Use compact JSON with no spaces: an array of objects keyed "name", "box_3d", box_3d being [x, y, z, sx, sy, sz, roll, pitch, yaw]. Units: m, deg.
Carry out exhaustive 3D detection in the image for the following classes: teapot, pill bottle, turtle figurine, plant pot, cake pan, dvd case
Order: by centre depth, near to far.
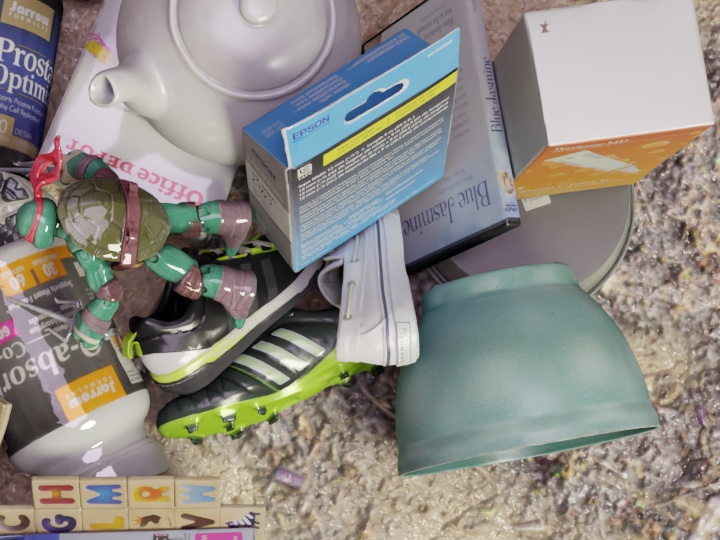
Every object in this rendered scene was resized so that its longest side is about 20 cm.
[{"name":"turtle figurine","box_3d":[-0.175,-0.020,1.046,0.198,0.101,0.151,9,72,-22]},{"name":"teapot","box_3d":[-0.079,-0.176,1.066,0.196,0.146,0.202,17,80,-11]},{"name":"plant pot","box_3d":[0.115,0.072,1.111,0.198,0.200,0.135,-9,79,-7]},{"name":"pill bottle","box_3d":[-0.229,0.081,1.111,0.116,0.116,0.201,-27,85,-9]},{"name":"pill bottle","box_3d":[-0.292,-0.173,1.144,0.111,0.112,0.202,8,81,-5]},{"name":"dvd case","box_3d":[0.059,-0.110,1.156,0.017,0.142,0.202,0,75,-36]},{"name":"cake pan","box_3d":[0.134,-0.062,1.212,0.198,0.037,0.202,1,81,-6]}]

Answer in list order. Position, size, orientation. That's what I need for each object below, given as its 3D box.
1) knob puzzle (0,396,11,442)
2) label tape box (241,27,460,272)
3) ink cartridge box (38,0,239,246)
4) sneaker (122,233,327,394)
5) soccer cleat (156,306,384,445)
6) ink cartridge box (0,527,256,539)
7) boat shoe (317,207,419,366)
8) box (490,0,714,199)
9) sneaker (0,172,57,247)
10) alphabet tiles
[{"name":"knob puzzle","box_3d":[-0.354,0.153,1.104,0.218,0.030,0.222,-1,89,23]},{"name":"label tape box","box_3d":[-0.008,-0.098,1.036,0.143,0.200,0.066,-33,68,-15]},{"name":"ink cartridge box","box_3d":[-0.150,-0.141,1.167,0.147,0.086,0.201,23,81,-5]},{"name":"sneaker","box_3d":[-0.100,0.007,1.131,0.200,0.071,0.083,-48,118,-27]},{"name":"soccer cleat","box_3d":[-0.073,0.073,1.162,0.199,0.068,0.081,-22,68,-11]},{"name":"ink cartridge box","box_3d":[-0.178,0.242,1.093,0.198,0.120,0.042,1,44,-5]},{"name":"boat shoe","box_3d":[0.000,0.000,1.120,0.066,0.200,0.074,-3,119,-5]},{"name":"box","box_3d":[0.168,-0.124,1.104,0.123,0.200,0.098,-8,82,-7]},{"name":"sneaker","box_3d":[-0.326,-0.023,1.137,0.198,0.080,0.078,-12,89,11]},{"name":"alphabet tiles","box_3d":[-0.170,0.205,1.088,0.198,0.167,0.006,1,45,-6]}]
